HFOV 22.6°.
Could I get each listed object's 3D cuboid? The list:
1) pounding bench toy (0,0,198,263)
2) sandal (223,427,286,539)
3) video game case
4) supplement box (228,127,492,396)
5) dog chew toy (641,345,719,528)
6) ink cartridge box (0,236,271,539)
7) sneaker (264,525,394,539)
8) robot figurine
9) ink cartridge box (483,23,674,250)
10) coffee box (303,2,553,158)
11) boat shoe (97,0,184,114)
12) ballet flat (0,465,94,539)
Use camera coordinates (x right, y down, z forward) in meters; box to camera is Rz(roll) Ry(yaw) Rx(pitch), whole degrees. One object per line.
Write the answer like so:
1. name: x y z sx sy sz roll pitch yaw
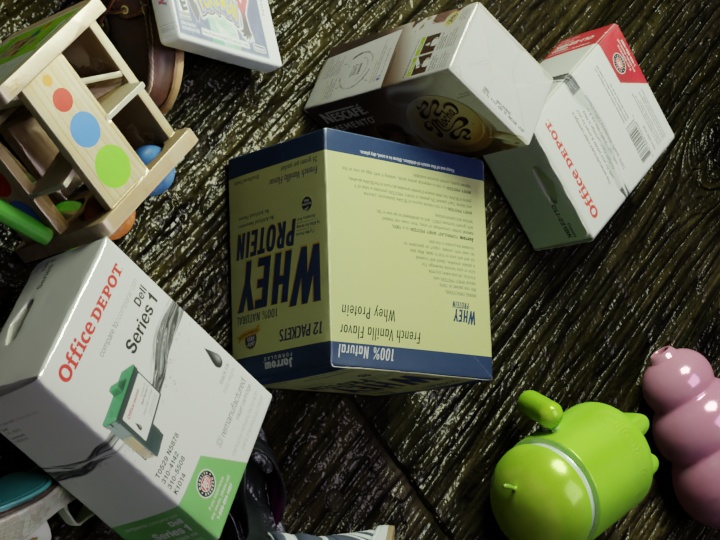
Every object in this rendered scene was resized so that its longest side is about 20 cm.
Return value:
1. pounding bench toy: -0.246 -0.077 1.372 0.157 0.124 0.200 55 50 -21
2. sandal: -0.088 0.190 1.517 0.075 0.048 0.203 -24 99 -43
3. video game case: -0.133 -0.269 1.531 0.200 0.023 0.184 2 75 -68
4. supplement box: 0.000 0.000 1.582 0.199 0.133 0.202 7 76 -42
5. dog chew toy: 0.366 0.172 1.912 0.124 0.124 0.201 -37 98 -42
6. ink cartridge box: -0.176 0.096 1.355 0.200 0.084 0.147 46 44 -29
7. sneaker: -0.027 0.252 1.529 0.200 0.107 0.071 40 52 -85
8. robot figurine: 0.205 0.202 1.747 0.199 0.115 0.177 -27 108 -43
9. ink cartridge box: 0.222 -0.137 1.859 0.200 0.083 0.145 -47 114 -40
10. coffee box: 0.059 -0.159 1.628 0.113 0.199 0.080 40 59 -31
11. boat shoe: -0.194 -0.228 1.494 0.070 0.070 0.202 11 65 -49
12. ballet flat: -0.236 0.175 1.370 0.199 0.067 0.063 -31 112 -42
